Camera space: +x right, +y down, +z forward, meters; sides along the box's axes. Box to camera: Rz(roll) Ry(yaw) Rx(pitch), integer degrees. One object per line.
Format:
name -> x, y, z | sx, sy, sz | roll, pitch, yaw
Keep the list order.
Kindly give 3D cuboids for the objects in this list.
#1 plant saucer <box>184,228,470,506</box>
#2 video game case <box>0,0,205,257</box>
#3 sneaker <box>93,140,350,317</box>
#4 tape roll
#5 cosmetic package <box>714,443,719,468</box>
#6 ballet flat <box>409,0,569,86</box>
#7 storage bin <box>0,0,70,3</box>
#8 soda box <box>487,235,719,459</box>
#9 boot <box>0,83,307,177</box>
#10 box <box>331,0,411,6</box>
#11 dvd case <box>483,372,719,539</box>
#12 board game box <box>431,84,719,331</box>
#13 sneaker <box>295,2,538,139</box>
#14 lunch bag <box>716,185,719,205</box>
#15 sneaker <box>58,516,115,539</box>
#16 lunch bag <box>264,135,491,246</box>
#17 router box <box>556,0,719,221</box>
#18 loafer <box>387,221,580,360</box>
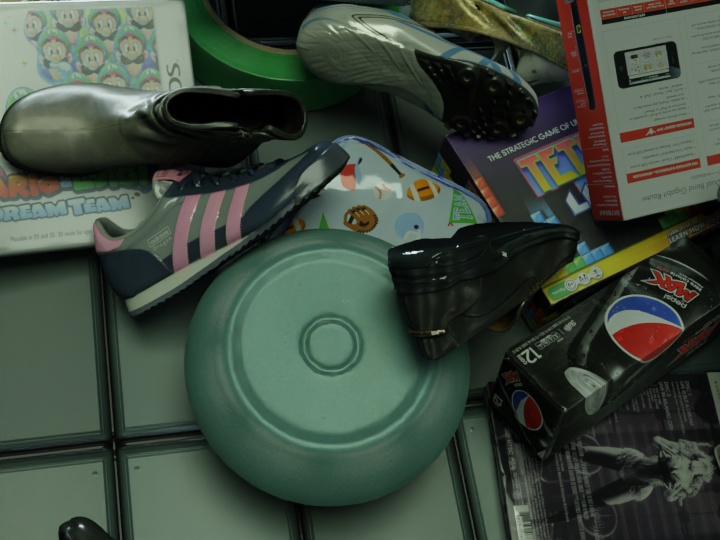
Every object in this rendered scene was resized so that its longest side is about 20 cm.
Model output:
plant saucer -> -0.021, 0.056, 0.794 | 0.198, 0.036, 0.202 | 2, 67, -5
video game case -> -0.217, -0.108, 0.872 | 0.198, 0.024, 0.184 | -7, 90, -22
sneaker -> -0.104, -0.049, 0.833 | 0.199, 0.070, 0.082 | -33, 93, 8
tape roll -> -0.066, -0.231, 1.001 | 0.198, 0.048, 0.202 | 4, 63, -8
cosmetic package -> 0.375, 0.147, 0.849 | 0.198, 0.087, 0.104 | -8, 66, -19
ballet flat -> 0.129, -0.193, 0.994 | 0.199, 0.071, 0.071 | 26, 62, 18
storage bin -> -0.307, -0.251, 0.947 | 0.198, 0.094, 0.201 | -30, 72, -21
soda box -> 0.191, 0.054, 0.871 | 0.199, 0.071, 0.063 | -29, 60, -28
boot -> -0.146, -0.108, 0.818 | 0.198, 0.130, 0.069 | -3, 89, -23
box -> -0.059, -0.277, 0.942 | 0.198, 0.051, 0.159 | 1, 40, -8
dvd case -> 0.198, 0.150, 0.870 | 0.198, 0.016, 0.150 | -2, 63, -9
board game box -> 0.185, -0.066, 0.954 | 0.199, 0.057, 0.166 | -24, 71, -20
sneaker -> 0.048, -0.163, 0.920 | 0.198, 0.072, 0.073 | 21, 46, 1
lunch bag -> 0.345, 0.005, 0.853 | 0.126, 0.200, 0.171 | -25, 63, 18
sneaker -> -0.108, 0.220, 0.756 | 0.200, 0.074, 0.088 | 45, 65, 3
lunch bag -> 0.000, 0.000, 0.882 | 0.159, 0.076, 0.201 | 26, 63, 7
router box -> 0.260, -0.145, 0.902 | 0.198, 0.049, 0.182 | -12, 96, -17
loafer -> 0.090, 0.007, 0.813 | 0.199, 0.072, 0.073 | -14, 101, -47
